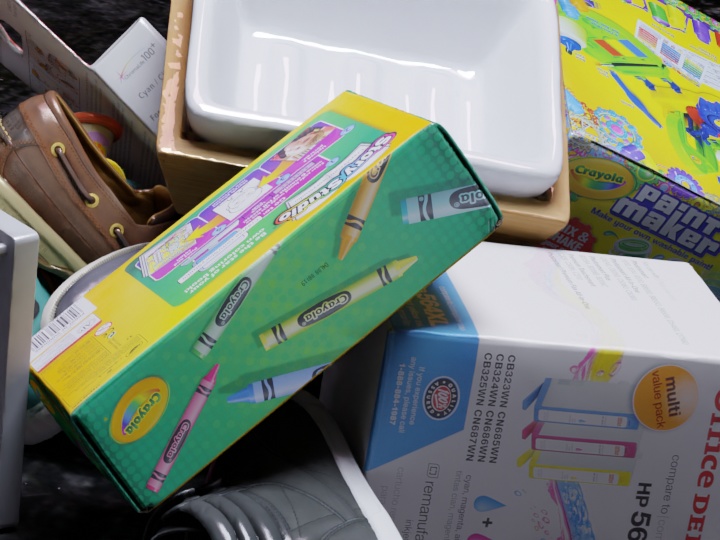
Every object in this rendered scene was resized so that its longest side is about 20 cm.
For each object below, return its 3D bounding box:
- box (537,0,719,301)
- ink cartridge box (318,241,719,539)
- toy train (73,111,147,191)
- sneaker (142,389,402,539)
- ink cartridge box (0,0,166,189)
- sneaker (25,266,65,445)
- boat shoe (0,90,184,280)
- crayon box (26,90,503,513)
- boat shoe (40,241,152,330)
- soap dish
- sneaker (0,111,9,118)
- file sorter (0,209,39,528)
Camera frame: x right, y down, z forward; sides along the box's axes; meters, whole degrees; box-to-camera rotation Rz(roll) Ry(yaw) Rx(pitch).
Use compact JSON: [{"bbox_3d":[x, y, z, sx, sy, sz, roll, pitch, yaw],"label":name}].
[{"bbox_3d":[0.153,-0.048,1.417,0.199,0.122,0.193,25,33,-20],"label":"box"},{"bbox_3d":[0.089,0.069,1.212,0.198,0.129,0.125,5,20,-12],"label":"ink cartridge box"},{"bbox_3d":[-0.196,-0.058,1.387,0.198,0.056,0.150,12,-9,-3],"label":"toy train"},{"bbox_3d":[-0.056,0.100,1.137,0.099,0.071,0.200,6,24,-27],"label":"sneaker"},{"bbox_3d":[-0.133,-0.098,1.430,0.176,0.045,0.200,45,-10,1],"label":"ink cartridge box"},{"bbox_3d":[-0.184,0.006,1.293,0.080,0.071,0.200,50,0,-30],"label":"sneaker"},{"bbox_3d":[-0.106,-0.006,1.291,0.200,0.068,0.072,43,6,-19],"label":"boat shoe"},{"bbox_3d":[-0.047,0.008,1.143,0.200,0.058,0.119,-39,20,-9],"label":"crayon box"},{"bbox_3d":[-0.055,0.018,1.253,0.199,0.073,0.063,-4,-3,-36],"label":"boat shoe"},{"bbox_3d":[0.000,-0.084,1.290,0.198,0.082,0.158,9,46,-8],"label":"soap dish"},{"bbox_3d":[-0.243,-0.066,1.505,0.199,0.075,0.088,18,19,22],"label":"sneaker"},{"bbox_3d":[-0.251,0.022,1.166,0.124,0.140,0.200,-11,28,-39],"label":"file sorter"}]
